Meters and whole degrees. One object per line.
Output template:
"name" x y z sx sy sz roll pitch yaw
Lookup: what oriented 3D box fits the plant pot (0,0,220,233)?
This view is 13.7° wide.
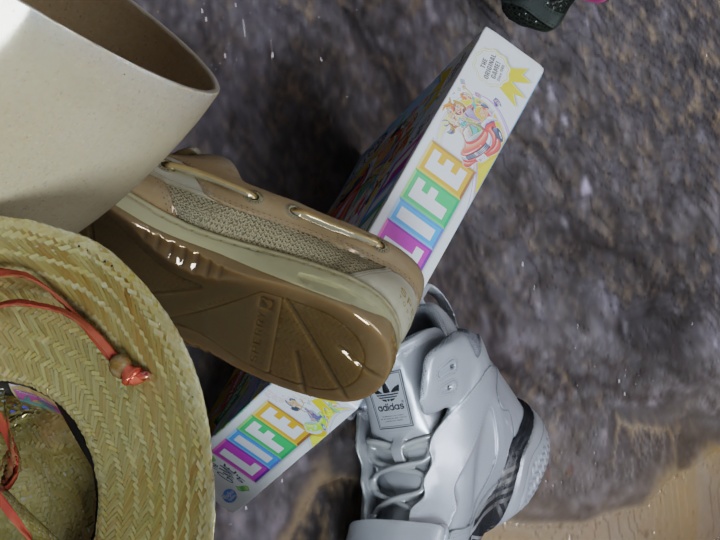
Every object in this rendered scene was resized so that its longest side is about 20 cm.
"plant pot" -0.170 -0.066 1.076 0.200 0.200 0.135 25 102 -49

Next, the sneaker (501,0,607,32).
"sneaker" 0.122 -0.184 1.530 0.200 0.080 0.087 -31 126 -39

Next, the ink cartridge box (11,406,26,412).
"ink cartridge box" -0.171 0.090 1.167 0.119 0.042 0.201 51 50 -39

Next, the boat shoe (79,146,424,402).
"boat shoe" -0.072 -0.012 1.199 0.065 0.199 0.071 -63 175 -46

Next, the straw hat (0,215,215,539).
"straw hat" -0.121 0.089 1.024 0.085 0.200 0.202 37 59 -69

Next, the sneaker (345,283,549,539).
"sneaker" 0.016 0.101 1.380 0.115 0.075 0.200 61 41 -30

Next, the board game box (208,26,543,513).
"board game box" 0.000 0.000 1.312 0.034 0.134 0.200 35 56 -8
